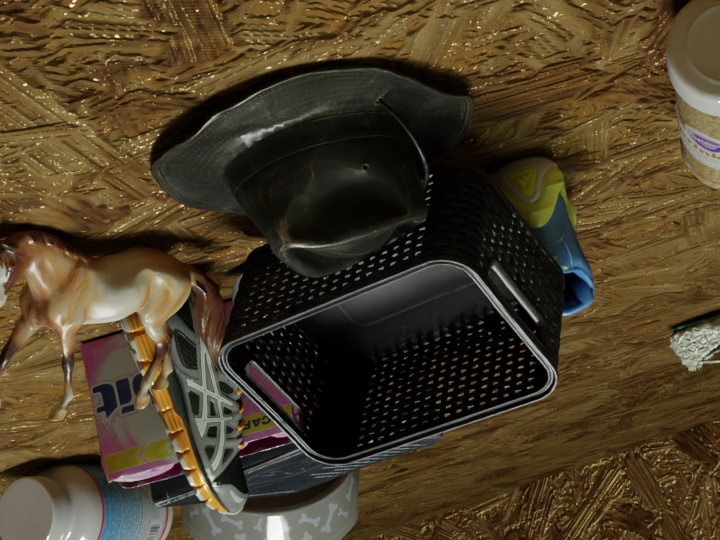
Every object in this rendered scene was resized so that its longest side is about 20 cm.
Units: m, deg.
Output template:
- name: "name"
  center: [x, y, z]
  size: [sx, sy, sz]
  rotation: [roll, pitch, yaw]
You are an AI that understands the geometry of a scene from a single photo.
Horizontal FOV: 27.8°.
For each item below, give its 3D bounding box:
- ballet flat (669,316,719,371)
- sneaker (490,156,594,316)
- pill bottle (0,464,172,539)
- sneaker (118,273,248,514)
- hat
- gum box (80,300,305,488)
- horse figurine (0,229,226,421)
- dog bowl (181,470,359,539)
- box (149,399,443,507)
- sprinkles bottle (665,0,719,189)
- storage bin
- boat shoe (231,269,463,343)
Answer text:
- name: "ballet flat"
  center: [0.471, 0.071, 1.748]
  size: [0.199, 0.072, 0.072]
  rotation: [-24, 162, 28]
- name: "sneaker"
  center: [0.130, -0.007, 1.068]
  size: [0.075, 0.106, 0.200]
  rotation: [-17, 164, 9]
- name: "pill bottle"
  center: [-0.310, 0.272, 1.636]
  size: [0.108, 0.109, 0.200]
  rotation: [-22, 163, 25]
- name: "sneaker"
  center: [-0.115, 0.092, 1.074]
  size: [0.077, 0.201, 0.078]
  rotation: [-23, -154, -13]
- name: "hat"
  center: [-0.020, -0.042, 0.847]
  size: [0.199, 0.081, 0.201]
  rotation: [-13, 165, -3]
- name: "gum box"
  center: [-0.123, 0.095, 1.173]
  size: [0.199, 0.114, 0.066]
  rotation: [-16, 165, 5]
- name: "horse figurine"
  center: [-0.164, 0.030, 0.957]
  size: [0.199, 0.133, 0.050]
  rotation: [-3, -156, -38]
- name: "dog bowl"
  center: [-0.094, 0.212, 1.508]
  size: [0.199, 0.200, 0.059]
  rotation: [-11, 126, -15]
- name: "box"
  center: [-0.066, 0.129, 1.329]
  size: [0.196, 0.125, 0.199]
  rotation: [-26, 162, 31]
- name: "sprinkles bottle"
  center: [0.225, -0.105, 0.884]
  size: [0.068, 0.069, 0.200]
  rotation: [-18, 165, 11]
- name: "storage bin"
  center: [0.022, 0.033, 0.959]
  size: [0.199, 0.094, 0.135]
  rotation: [-23, 125, 29]
- name: "boat shoe"
  center: [0.000, 0.000, 1.060]
  size: [0.199, 0.070, 0.066]
  rotation: [-19, -174, 30]
